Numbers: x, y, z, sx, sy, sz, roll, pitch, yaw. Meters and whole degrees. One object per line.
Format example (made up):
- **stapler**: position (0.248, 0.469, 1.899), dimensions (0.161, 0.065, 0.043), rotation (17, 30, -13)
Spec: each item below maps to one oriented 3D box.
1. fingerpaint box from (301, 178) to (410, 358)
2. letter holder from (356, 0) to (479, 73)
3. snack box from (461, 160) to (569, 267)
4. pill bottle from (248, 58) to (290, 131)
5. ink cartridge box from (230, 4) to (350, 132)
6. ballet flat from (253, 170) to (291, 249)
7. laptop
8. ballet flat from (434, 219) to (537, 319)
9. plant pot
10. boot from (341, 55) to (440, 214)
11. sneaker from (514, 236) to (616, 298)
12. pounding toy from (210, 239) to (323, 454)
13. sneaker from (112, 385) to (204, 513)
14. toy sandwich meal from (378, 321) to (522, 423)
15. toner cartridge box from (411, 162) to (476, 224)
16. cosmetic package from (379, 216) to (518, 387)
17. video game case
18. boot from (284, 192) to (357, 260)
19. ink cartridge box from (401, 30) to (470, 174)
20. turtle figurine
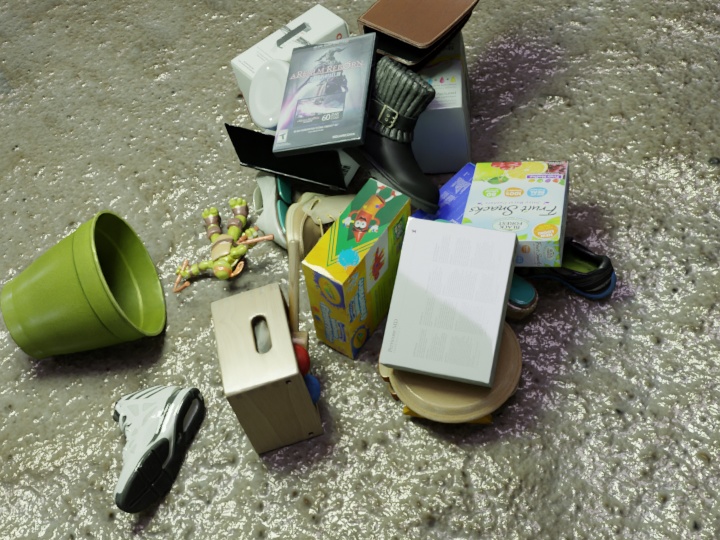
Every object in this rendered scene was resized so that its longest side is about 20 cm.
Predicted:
- **fingerpaint box**: position (0.000, 0.000, 1.384), dimensions (0.073, 0.201, 0.167), rotation (28, 63, 21)
- **letter holder**: position (0.115, -0.392, 1.545), dimensions (0.141, 0.101, 0.200), rotation (28, 62, 29)
- **snack box**: position (0.224, -0.084, 1.407), dimensions (0.140, 0.053, 0.201), rotation (0, 38, 17)
- **pill bottle**: position (-0.077, -0.275, 1.621), dimensions (0.110, 0.198, 0.113), rotation (-4, 84, 44)
- **ink cartridge box**: position (-0.110, -0.347, 1.720), dimensions (0.199, 0.145, 0.084), rotation (-36, 53, -16)
- **ballet flat**: position (-0.141, -0.097, 1.594), dimensions (0.068, 0.070, 0.202), rotation (-14, 47, 2)
- **laptop**: position (-0.097, -0.208, 1.573), dimensions (0.185, 0.117, 0.201), rotation (15, 38, 10)
- **ballet flat**: position (0.169, 0.005, 1.421), dimensions (0.070, 0.066, 0.200), rotation (-38, 64, -21)
- **plant pot**: position (-0.429, 0.040, 1.484), dimensions (0.191, 0.201, 0.202), rotation (-23, 50, 11)
- **boot**: position (0.072, -0.201, 1.470), dimensions (0.211, 0.079, 0.158), rotation (40, 103, 2)
- **sneaker**: position (0.275, -0.023, 1.416), dimensions (0.197, 0.083, 0.071), rotation (19, 58, 26)
- **pounding toy**: position (-0.115, 0.104, 1.346), dimensions (0.140, 0.185, 0.202), rotation (-16, 50, 0)
- **sneaker**: position (-0.309, 0.244, 1.368), dimensions (0.114, 0.076, 0.202), rotation (4, 45, 27)
- **toy sandwich meal**: position (0.123, 0.132, 1.346), dimensions (0.202, 0.071, 0.207), rotation (-5, 54, 7)
- **toner cartridge box**: position (0.140, -0.074, 1.514), dimensions (0.200, 0.043, 0.095), rotation (-43, 56, -19)
- **cosmetic package**: position (0.118, 0.041, 1.295), dimensions (0.149, 0.052, 0.203), rotation (10, 80, 15)
- **video game case**: position (-0.050, -0.263, 1.459), dimensions (0.141, 0.019, 0.202), rotation (-6, 59, 22)
- **boot**: position (-0.028, -0.070, 1.501), dimensions (0.153, 0.074, 0.200), rotation (1, 21, 10)
- **ink cartridge box**: position (0.105, -0.280, 1.616), dimensions (0.143, 0.145, 0.202), rotation (-5, 51, 10)
- **turtle figurine**: position (-0.207, -0.041, 1.552), dimensions (0.199, 0.064, 0.163), rotation (-29, 39, 23)
